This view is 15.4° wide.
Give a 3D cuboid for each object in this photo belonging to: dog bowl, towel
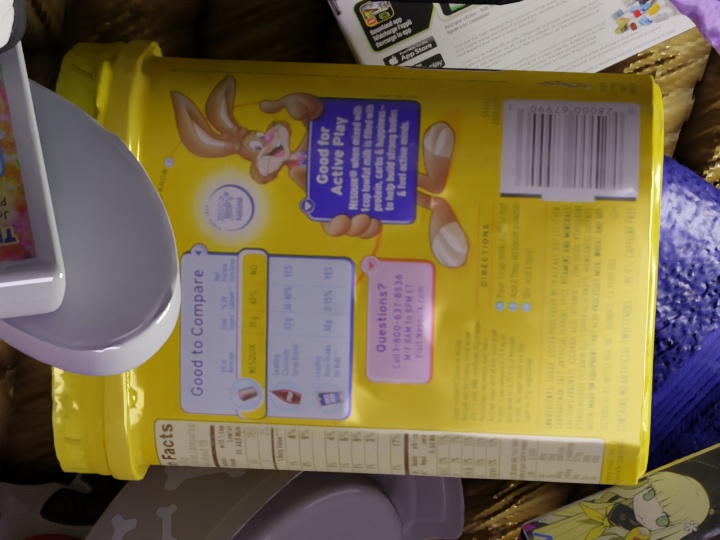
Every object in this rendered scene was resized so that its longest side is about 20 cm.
[{"bbox_3d":[-0.045,0.135,1.015,0.200,0.059,0.200,-36,143,-34],"label":"dog bowl"},{"bbox_3d":[0.140,0.045,1.085,0.200,0.050,0.148,25,120,-34],"label":"towel"}]

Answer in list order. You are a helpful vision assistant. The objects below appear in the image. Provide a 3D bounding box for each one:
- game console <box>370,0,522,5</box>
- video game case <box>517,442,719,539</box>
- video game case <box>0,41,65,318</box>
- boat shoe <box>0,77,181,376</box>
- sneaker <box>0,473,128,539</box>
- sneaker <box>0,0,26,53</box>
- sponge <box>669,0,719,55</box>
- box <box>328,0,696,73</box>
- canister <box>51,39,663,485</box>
[{"bbox_3d":[-0.025,-0.182,0.684,0.175,0.116,0.200,-1,118,-27],"label":"game console"},{"bbox_3d":[0.141,0.098,1.009,0.181,0.036,0.200,-21,164,-7],"label":"video game case"},{"bbox_3d":[-0.200,-0.055,0.790,0.199,0.182,0.024,-6,146,-14],"label":"video game case"},{"bbox_3d":[-0.125,-0.021,0.844,0.072,0.200,0.068,-38,146,-24],"label":"boat shoe"},{"bbox_3d":[-0.149,0.128,1.043,0.199,0.081,0.084,3,135,-22],"label":"sneaker"},{"bbox_3d":[-0.146,-0.141,0.776,0.115,0.080,0.200,-22,97,-41],"label":"sneaker"},{"bbox_3d":[0.101,-0.167,0.850,0.112,0.030,0.200,-40,110,16],"label":"sponge"},{"bbox_3d":[0.084,-0.125,0.924,0.200,0.035,0.110,-24,133,3],"label":"box"},{"bbox_3d":[0.000,0.000,0.907,0.199,0.087,0.149,2,105,4],"label":"canister"}]
